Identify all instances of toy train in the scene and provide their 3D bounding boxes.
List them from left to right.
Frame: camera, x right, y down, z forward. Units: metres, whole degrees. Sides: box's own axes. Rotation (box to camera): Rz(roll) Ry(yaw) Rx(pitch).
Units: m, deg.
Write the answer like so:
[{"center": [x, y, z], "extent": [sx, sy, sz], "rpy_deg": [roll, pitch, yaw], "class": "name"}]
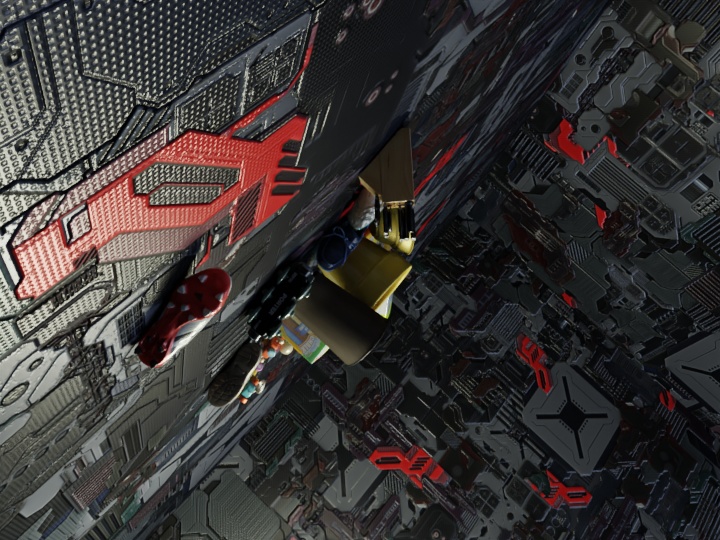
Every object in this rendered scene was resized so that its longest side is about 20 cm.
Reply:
[{"center": [-0.283, 0.256, 1.786], "extent": [0.150, 0.055, 0.201], "rpy_deg": [-41, -160, 32], "class": "toy train"}, {"center": [-0.175, 0.064, 1.455], "extent": [0.201, 0.085, 0.114], "rpy_deg": [-52, -174, 6], "class": "toy train"}]

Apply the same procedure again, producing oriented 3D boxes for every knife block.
[{"center": [0.091, -0.171, 1.404], "extent": [0.200, 0.175, 0.064], "rpy_deg": [-48, 174, -1], "class": "knife block"}]

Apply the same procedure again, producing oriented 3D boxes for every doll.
[{"center": [-0.180, 0.172, 1.907], "extent": [0.137, 0.048, 0.201], "rpy_deg": [-55, -176, 37], "class": "doll"}]

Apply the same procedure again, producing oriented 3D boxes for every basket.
[{"center": [-0.061, 0.107, 1.560], "extent": [0.137, 0.199, 0.180], "rpy_deg": [-56, -169, -30], "class": "basket"}]

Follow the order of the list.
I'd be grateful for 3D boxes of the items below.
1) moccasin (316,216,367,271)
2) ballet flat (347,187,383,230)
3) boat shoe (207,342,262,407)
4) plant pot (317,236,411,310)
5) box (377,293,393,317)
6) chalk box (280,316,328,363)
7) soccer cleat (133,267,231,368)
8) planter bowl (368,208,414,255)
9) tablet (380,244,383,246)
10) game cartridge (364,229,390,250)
[{"center": [-0.038, -0.081, 1.540], "extent": [0.068, 0.080, 0.201], "rpy_deg": [-35, -162, 46], "class": "moccasin"}, {"center": [0.035, -0.180, 1.529], "extent": [0.200, 0.072, 0.072], "rpy_deg": [-48, 173, -25], "class": "ballet flat"}, {"center": [-0.311, 0.268, 1.703], "extent": [0.200, 0.074, 0.073], "rpy_deg": [-49, 173, 9], "class": "boat shoe"}, {"center": [0.000, 0.000, 1.703], "extent": [0.201, 0.189, 0.201], "rpy_deg": [-46, 173, -8], "class": "plant pot"}, {"center": [0.072, 0.064, 2.007], "extent": [0.122, 0.047, 0.202], "rpy_deg": [-65, 165, -59], "class": "box"}, {"center": [-0.115, 0.152, 1.760], "extent": [0.124, 0.200, 0.124], "rpy_deg": [-50, 172, 18], "class": "chalk box"}, {"center": [-0.261, 0.066, 1.000], "extent": [0.200, 0.069, 0.085], "rpy_deg": [-47, -178, 15], "class": "soccer cleat"}, {"center": [0.064, -0.133, 1.641], "extent": [0.082, 0.203, 0.201], "rpy_deg": [-8, 161, -13], "class": "planter bowl"}, {"center": [0.045, 0.036, 1.985], "extent": [0.131, 0.013, 0.201], "rpy_deg": [-70, 168, -47], "class": "tablet"}, {"center": [0.041, -0.072, 1.961], "extent": [0.200, 0.032, 0.178], "rpy_deg": [-41, 148, -45], "class": "game cartridge"}]
